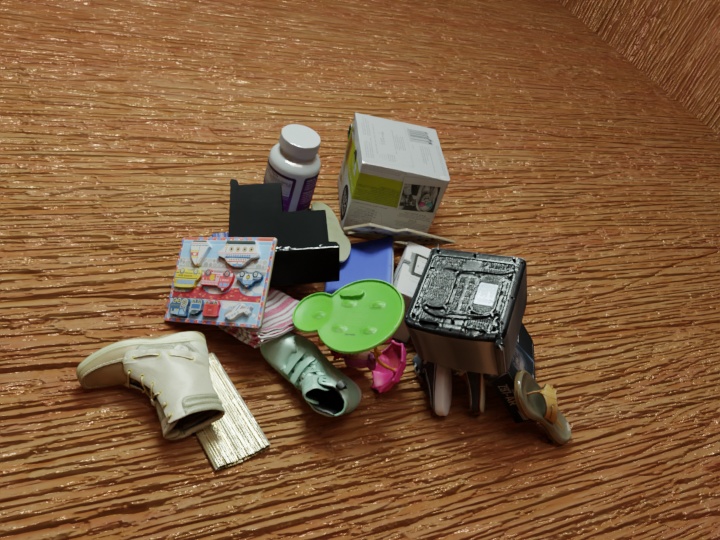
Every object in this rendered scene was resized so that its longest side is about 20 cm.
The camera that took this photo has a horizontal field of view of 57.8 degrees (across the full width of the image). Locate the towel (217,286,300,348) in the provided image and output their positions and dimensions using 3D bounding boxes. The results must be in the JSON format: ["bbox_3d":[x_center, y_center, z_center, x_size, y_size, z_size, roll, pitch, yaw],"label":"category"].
[{"bbox_3d":[-0.192,0.063,1.153,0.198,0.030,0.145,24,33,35],"label":"towel"}]

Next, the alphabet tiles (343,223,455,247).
[{"bbox_3d":[0.072,-0.072,1.360,0.197,0.166,0.008,11,82,-33],"label":"alphabet tiles"}]

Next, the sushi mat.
[{"bbox_3d":[-0.229,0.217,1.028,0.095,0.012,0.200,-15,53,-37],"label":"sushi mat"}]

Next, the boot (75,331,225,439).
[{"bbox_3d":[-0.314,0.181,0.978,0.197,0.073,0.156,-11,53,-23],"label":"boot"}]

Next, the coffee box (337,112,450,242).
[{"bbox_3d":[0.064,-0.202,1.476,0.196,0.200,0.202,8,42,-13],"label":"coffee box"}]

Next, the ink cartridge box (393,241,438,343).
[{"bbox_3d":[0.098,0.028,1.302,0.067,0.117,0.201,21,40,-1],"label":"ink cartridge box"}]

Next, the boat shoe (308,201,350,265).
[{"bbox_3d":[-0.072,-0.064,1.352,0.073,0.064,0.202,15,29,-28],"label":"boat shoe"}]

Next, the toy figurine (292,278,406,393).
[{"bbox_3d":[0.001,0.132,1.117,0.197,0.186,0.152,1,47,23],"label":"toy figurine"}]

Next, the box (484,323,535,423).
[{"bbox_3d":[0.279,0.156,1.230,0.161,0.043,0.201,55,30,-27],"label":"box"}]

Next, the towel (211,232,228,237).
[{"bbox_3d":[-0.187,-0.046,1.287,0.196,0.024,0.146,-9,41,-14],"label":"towel"}]

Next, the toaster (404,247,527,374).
[{"bbox_3d":[0.184,0.072,1.119,0.178,0.120,0.202,6,52,25],"label":"toaster"}]

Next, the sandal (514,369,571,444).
[{"bbox_3d":[0.332,0.239,1.155,0.200,0.054,0.081,45,40,-28],"label":"sandal"}]

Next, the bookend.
[{"bbox_3d":[-0.145,-0.077,1.226,0.195,0.093,0.202,-5,49,-6],"label":"bookend"}]

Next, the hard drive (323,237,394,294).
[{"bbox_3d":[0.000,0.000,1.288,0.130,0.026,0.201,-10,29,9],"label":"hard drive"}]

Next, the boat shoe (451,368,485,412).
[{"bbox_3d":[0.194,0.160,1.199,0.061,0.071,0.204,-6,71,8],"label":"boat shoe"}]

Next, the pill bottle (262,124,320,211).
[{"bbox_3d":[-0.146,-0.199,1.375,0.110,0.202,0.113,12,40,-11],"label":"pill bottle"}]

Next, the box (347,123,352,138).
[{"bbox_3d":[0.043,-0.303,1.706,0.142,0.037,0.202,9,40,-15],"label":"box"}]

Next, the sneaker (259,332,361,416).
[{"bbox_3d":[-0.090,0.164,1.063,0.199,0.074,0.118,33,2,10],"label":"sneaker"}]

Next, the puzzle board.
[{"bbox_3d":[-0.239,0.016,1.102,0.197,0.017,0.154,2,75,25],"label":"puzzle board"}]

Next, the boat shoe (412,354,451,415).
[{"bbox_3d":[0.129,0.173,1.201,0.067,0.072,0.203,-9,54,15],"label":"boat shoe"}]
